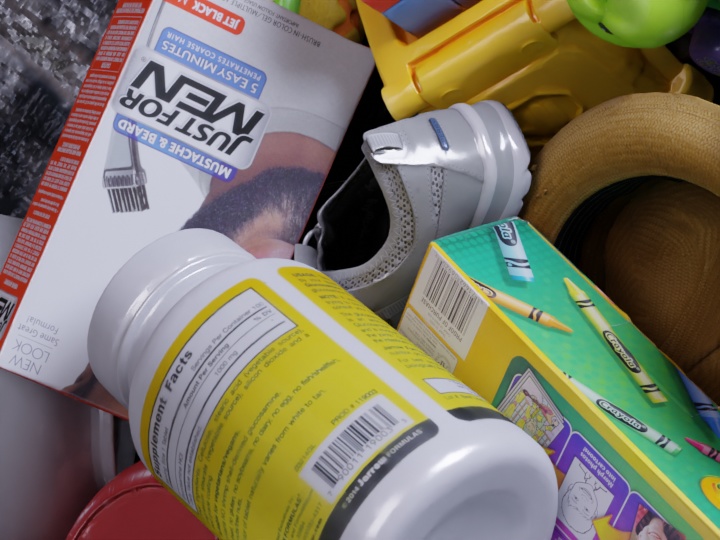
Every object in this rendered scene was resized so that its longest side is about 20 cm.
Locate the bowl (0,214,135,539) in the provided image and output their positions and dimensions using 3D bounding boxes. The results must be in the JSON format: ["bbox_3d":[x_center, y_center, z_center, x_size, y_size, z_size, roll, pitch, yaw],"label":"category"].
[{"bbox_3d":[-0.160,0.063,1.199,0.090,0.201,0.202,1,70,3],"label":"bowl"}]

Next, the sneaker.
[{"bbox_3d":[0.000,0.000,1.081,0.075,0.082,0.200,64,142,40],"label":"sneaker"}]

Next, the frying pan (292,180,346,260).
[{"bbox_3d":[-0.039,0.033,1.200,0.190,0.031,0.115,-37,54,27],"label":"frying pan"}]

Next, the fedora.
[{"bbox_3d":[0.148,0.013,1.021,0.200,0.082,0.201,20,117,45],"label":"fedora"}]

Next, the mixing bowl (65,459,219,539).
[{"bbox_3d":[-0.072,0.157,1.127,0.200,0.108,0.201,-14,64,31],"label":"mixing bowl"}]

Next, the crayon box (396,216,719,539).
[{"bbox_3d":[0.090,0.087,1.000,0.200,0.058,0.119,46,133,31],"label":"crayon box"}]

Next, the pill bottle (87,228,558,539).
[{"bbox_3d":[-0.023,0.066,0.993,0.200,0.112,0.113,38,96,38],"label":"pill bottle"}]

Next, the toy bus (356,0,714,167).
[{"bbox_3d":[0.049,-0.149,1.108,0.136,0.192,0.200,-30,56,24],"label":"toy bus"}]

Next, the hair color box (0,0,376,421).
[{"bbox_3d":[-0.085,-0.032,1.106,0.200,0.111,0.064,-67,21,-2],"label":"hair color box"}]

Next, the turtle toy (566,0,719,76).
[{"bbox_3d":[0.159,-0.141,1.032,0.101,0.200,0.146,-36,77,34],"label":"turtle toy"}]

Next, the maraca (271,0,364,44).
[{"bbox_3d":[-0.058,-0.096,1.216,0.137,0.107,0.200,-142,66,-78],"label":"maraca"}]
